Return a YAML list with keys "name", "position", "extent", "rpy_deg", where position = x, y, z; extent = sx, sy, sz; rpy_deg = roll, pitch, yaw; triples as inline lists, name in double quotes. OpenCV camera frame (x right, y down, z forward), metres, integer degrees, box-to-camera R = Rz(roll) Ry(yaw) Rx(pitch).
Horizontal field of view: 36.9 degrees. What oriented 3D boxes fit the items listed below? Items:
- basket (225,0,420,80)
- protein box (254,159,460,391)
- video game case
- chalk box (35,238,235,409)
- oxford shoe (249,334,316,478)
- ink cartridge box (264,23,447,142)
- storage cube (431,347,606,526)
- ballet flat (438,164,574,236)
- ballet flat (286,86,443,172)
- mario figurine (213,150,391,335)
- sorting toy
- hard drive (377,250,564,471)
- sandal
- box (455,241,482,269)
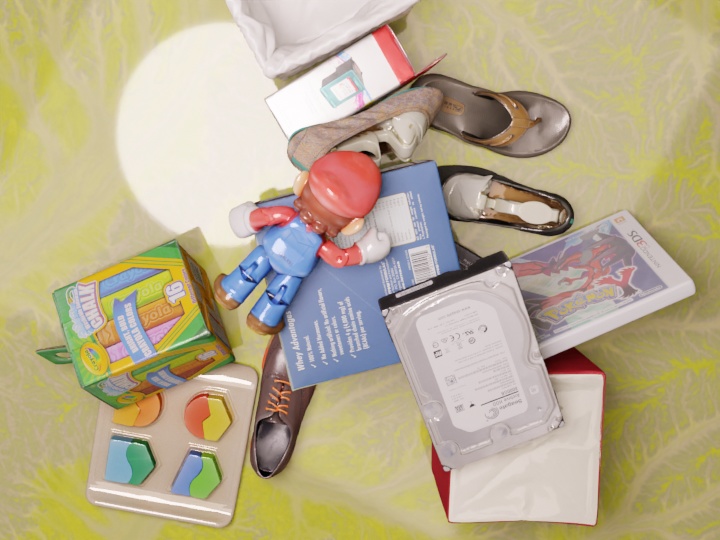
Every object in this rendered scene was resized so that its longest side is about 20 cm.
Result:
- name: "basket"
  position: [-0.059, -0.338, 1.190]
  extent: [0.197, 0.161, 0.201]
  rpy_deg: [-27, 97, 1]
- name: "protein box"
  position: [0.000, 0.000, 1.163]
  extent: [0.199, 0.135, 0.200]
  rpy_deg: [-14, 96, -1]
- name: "video game case"
  position: [0.250, 0.014, 1.229]
  extent: [0.199, 0.183, 0.023]
  rpy_deg: [-24, 120, 1]
- name: "chalk box"
  position: [-0.264, 0.073, 1.228]
  extent: [0.199, 0.125, 0.125]
  rpy_deg: [-24, 70, 1]
- name: "oxford shoe"
  position: [-0.089, 0.151, 1.284]
  extent: [0.071, 0.073, 0.202]
  rpy_deg: [9, 95, -2]
- name: "ink cartridge box"
  position: [-0.006, -0.215, 1.226]
  extent: [0.199, 0.116, 0.068]
  rpy_deg: [-31, 96, 1]
- name: "storage cube"
  position: [0.175, 0.179, 1.242]
  extent: [0.170, 0.180, 0.202]
  rpy_deg: [2, 97, -2]
- name: "ballet flat"
  position: [0.158, -0.084, 1.269]
  extent: [0.198, 0.068, 0.069]
  rpy_deg: [9, 96, -2]
- name: "ballet flat"
  position: [0.018, -0.141, 1.172]
  extent: [0.199, 0.068, 0.067]
  rpy_deg: [-23, 53, -19]
- name: "mario figurine"
  position: [-0.052, -0.034, 1.066]
  extent: [0.123, 0.106, 0.200]
  rpy_deg: [32, 105, -40]
- name: "sorting toy"
  position: [-0.230, 0.201, 1.304]
  extent: [0.184, 0.036, 0.202]
  rpy_deg: [11, 95, -3]
- name: "hard drive"
  position: [0.115, 0.095, 1.097]
  extent: [0.139, 0.038, 0.201]
  rpy_deg: [-20, 113, 2]
- name: "sandal"
  position: [0.154, -0.182, 1.259]
  extent: [0.199, 0.055, 0.082]
  rpy_deg: [16, 99, -13]
- name: "box"
  position: [0.031, -0.001, 1.269]
  extent: [0.199, 0.079, 0.142]
  rpy_deg: [31, 91, -5]
